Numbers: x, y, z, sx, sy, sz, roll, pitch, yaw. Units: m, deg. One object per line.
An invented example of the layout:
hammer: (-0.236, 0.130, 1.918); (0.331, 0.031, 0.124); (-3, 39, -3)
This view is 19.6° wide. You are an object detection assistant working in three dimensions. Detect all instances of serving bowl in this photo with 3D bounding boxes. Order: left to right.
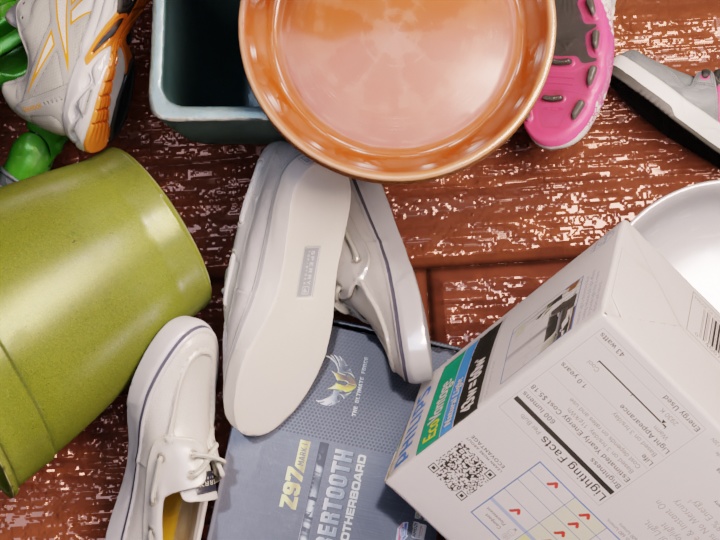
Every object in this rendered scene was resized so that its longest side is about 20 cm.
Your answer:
serving bowl: (0.257, 0.041, 1.457); (0.199, 0.066, 0.201); (0, 80, 1)

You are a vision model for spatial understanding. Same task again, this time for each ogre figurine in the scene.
ogre figurine: (-0.269, -0.137, 1.488); (0.120, 0.098, 0.201); (-31, 69, 8)

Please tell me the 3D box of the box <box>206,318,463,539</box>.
box: (-0.015, 0.138, 1.454); (0.157, 0.051, 0.201); (12, 80, 4)

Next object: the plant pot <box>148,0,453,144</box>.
plant pot: (-0.036, -0.175, 1.433); (0.195, 0.200, 0.198); (0, 80, 1)

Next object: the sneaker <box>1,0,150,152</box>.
sneaker: (-0.192, -0.186, 1.399); (0.092, 0.076, 0.201); (18, 100, 12)

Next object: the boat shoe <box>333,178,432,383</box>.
boat shoe: (0.000, 0.000, 1.439); (0.065, 0.072, 0.201); (-16, 56, -4)

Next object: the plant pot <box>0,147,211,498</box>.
plant pot: (-0.213, 0.018, 1.424); (0.192, 0.200, 0.201); (-34, 81, -17)

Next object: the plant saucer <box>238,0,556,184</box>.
plant saucer: (0.023, -0.152, 1.311); (0.199, 0.032, 0.202); (0, 80, 2)

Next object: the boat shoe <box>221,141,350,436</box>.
boat shoe: (-0.063, 0.010, 1.410); (0.072, 0.068, 0.201); (-6, 114, -37)

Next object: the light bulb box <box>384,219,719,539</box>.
light bulb box: (0.159, 0.115, 1.348); (0.198, 0.125, 0.200); (44, 120, -11)

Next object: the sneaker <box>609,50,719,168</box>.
sneaker: (0.283, -0.132, 1.475); (0.199, 0.084, 0.121); (31, 87, -1)

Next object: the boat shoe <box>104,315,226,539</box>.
boat shoe: (-0.121, 0.133, 1.414); (0.070, 0.071, 0.201); (24, 106, 36)

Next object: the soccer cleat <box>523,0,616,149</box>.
soccer cleat: (0.156, -0.174, 1.482); (0.069, 0.086, 0.201); (-2, 73, 24)
